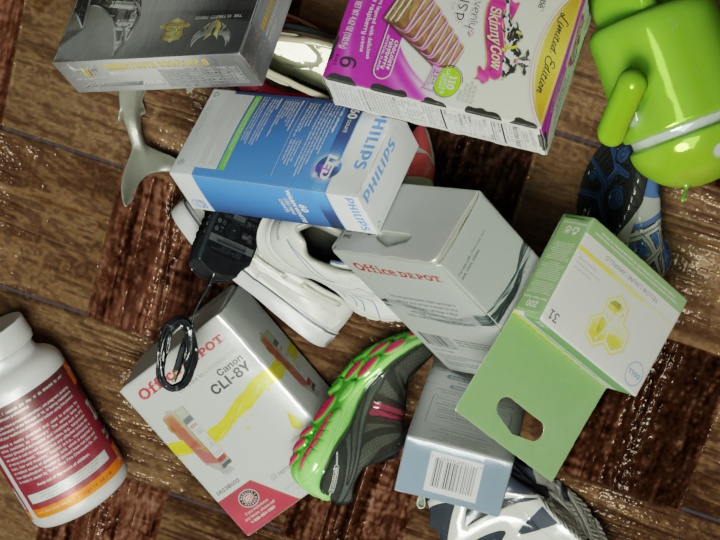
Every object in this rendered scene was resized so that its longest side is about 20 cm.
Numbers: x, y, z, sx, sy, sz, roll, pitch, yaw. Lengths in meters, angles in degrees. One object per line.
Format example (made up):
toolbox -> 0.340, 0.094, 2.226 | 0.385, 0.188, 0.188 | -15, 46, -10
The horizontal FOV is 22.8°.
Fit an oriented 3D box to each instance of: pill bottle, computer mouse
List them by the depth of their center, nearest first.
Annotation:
computer mouse -> -0.147, 0.016, 1.658 | 0.058, 0.034, 0.201 | 27, 83, -33
pill bottle -> -0.328, 0.148, 1.797 | 0.112, 0.113, 0.201 | -23, 105, 19

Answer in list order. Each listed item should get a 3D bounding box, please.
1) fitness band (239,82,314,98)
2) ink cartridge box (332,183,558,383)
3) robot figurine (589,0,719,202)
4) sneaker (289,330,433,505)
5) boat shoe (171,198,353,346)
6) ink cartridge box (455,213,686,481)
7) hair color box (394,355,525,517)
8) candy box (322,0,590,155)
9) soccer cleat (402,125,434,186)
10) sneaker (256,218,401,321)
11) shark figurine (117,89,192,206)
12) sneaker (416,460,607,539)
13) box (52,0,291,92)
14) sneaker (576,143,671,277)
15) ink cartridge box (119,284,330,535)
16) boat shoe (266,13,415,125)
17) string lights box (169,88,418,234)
fitness band -> -0.049, -0.236, 1.637 | 0.143, 0.037, 0.201 | 28, 115, -3
ink cartridge box -> 0.092, 0.012, 1.603 | 0.146, 0.083, 0.200 | 9, 152, 47
robot figurine -> 0.270, -0.162, 1.543 | 0.115, 0.175, 0.201 | -19, 91, 56
sneaker -> 0.011, 0.139, 1.711 | 0.084, 0.077, 0.200 | 44, 70, -19
boat shoe -> -0.090, -0.011, 1.713 | 0.200, 0.072, 0.066 | 41, 103, -3
ink cartridge box -> 0.187, 0.072, 1.559 | 0.145, 0.048, 0.201 | 37, 76, -33
hair color box -> 0.100, 0.146, 1.663 | 0.098, 0.200, 0.061 | 14, 114, 6
candy box -> 0.083, -0.191, 1.524 | 0.199, 0.061, 0.137 | 14, 75, 15
soccer cleat -> -0.024, -0.095, 1.677 | 0.199, 0.068, 0.074 | -1, 77, 21
sneaker -> 0.000, 0.000, 1.664 | 0.199, 0.087, 0.075 | 21, 85, -22
shark figurine -> -0.209, -0.179, 1.655 | 0.128, 0.089, 0.215 | 37, 124, 19
sneaker -> 0.141, 0.258, 1.766 | 0.199, 0.080, 0.130 | 37, 115, -4
box -> -0.157, -0.236, 1.568 | 0.199, 0.159, 0.048 | 2, 149, 29
sneaker -> 0.246, -0.037, 1.644 | 0.077, 0.076, 0.201 | 2, 106, -32
ink cartridge box -> -0.117, 0.138, 1.767 | 0.145, 0.083, 0.200 | -37, 100, 21
boat shoe -> -0.011, -0.176, 1.603 | 0.199, 0.063, 0.072 | 21, 112, -2
string lights box -> -0.060, -0.100, 1.600 | 0.199, 0.103, 0.059 | 9, 149, 29
